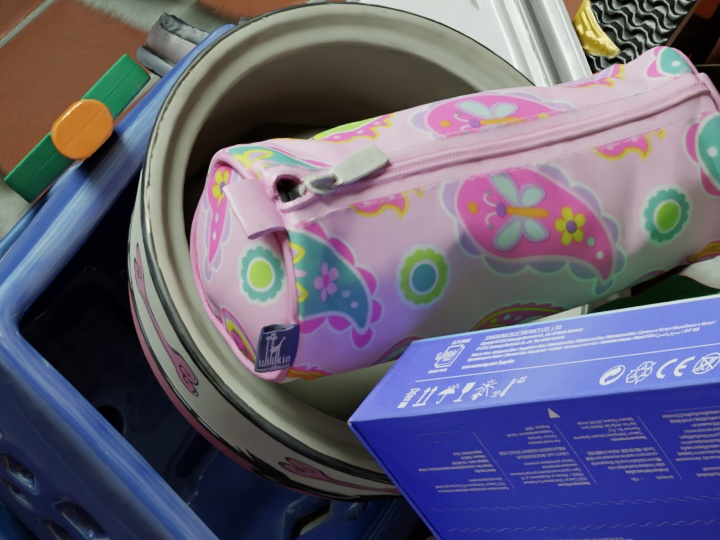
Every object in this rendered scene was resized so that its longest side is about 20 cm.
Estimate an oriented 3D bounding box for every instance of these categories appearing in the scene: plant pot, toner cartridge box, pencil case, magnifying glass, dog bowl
[{"bbox_3d":[-0.082,0.048,1.000,0.180,0.200,0.200,-25,22,51],"label":"plant pot"},{"bbox_3d":[0.091,0.060,0.710,0.200,0.095,0.043,-10,34,52],"label":"toner cartridge box"},{"bbox_3d":[0.039,-0.022,0.818,0.200,0.087,0.087,-14,9,-24],"label":"pencil case"},{"bbox_3d":[-0.119,-0.059,0.984,0.080,0.022,0.200,-46,6,-3],"label":"magnifying glass"},{"bbox_3d":[0.000,0.000,0.895,0.200,0.200,0.074,-54,5,-34],"label":"dog bowl"}]

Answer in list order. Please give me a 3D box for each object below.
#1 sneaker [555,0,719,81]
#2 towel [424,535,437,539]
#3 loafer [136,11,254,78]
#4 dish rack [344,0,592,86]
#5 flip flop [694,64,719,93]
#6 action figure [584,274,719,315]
[{"bbox_3d":[0.126,-0.091,1.123,0.070,0.090,0.200,44,107,28],"label":"sneaker"},{"bbox_3d":[0.114,0.088,0.794,0.200,0.032,0.191,-37,19,6],"label":"towel"},{"bbox_3d":[-0.001,-0.079,1.038,0.063,0.200,0.072,-66,-11,7],"label":"loafer"},{"bbox_3d":[0.016,-0.060,1.110,0.200,0.172,0.044,-30,-21,29],"label":"dish rack"},{"bbox_3d":[0.158,-0.067,1.004,0.200,0.058,0.081,-35,23,7],"label":"flip flop"},{"bbox_3d":[0.124,0.032,0.762,0.118,0.055,0.200,-37,12,-25],"label":"action figure"}]
